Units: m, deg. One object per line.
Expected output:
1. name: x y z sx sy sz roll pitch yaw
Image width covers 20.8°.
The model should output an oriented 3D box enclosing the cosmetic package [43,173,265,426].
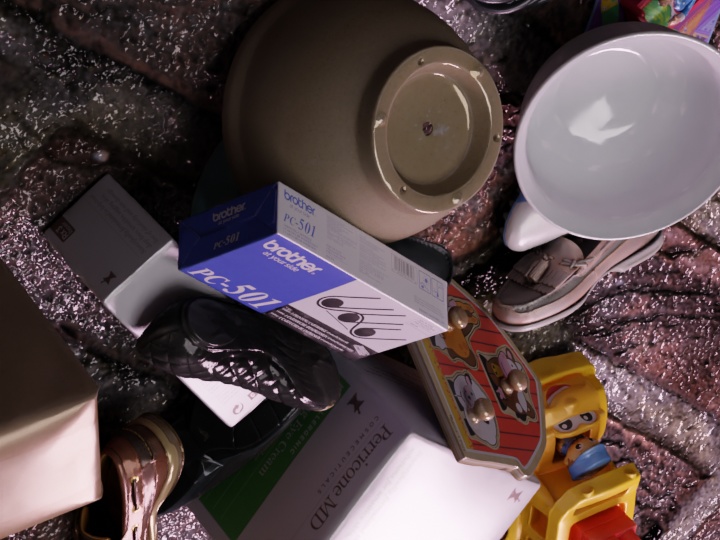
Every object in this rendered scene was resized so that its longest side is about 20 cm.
1. cosmetic package: -0.142 0.025 1.479 0.074 0.102 0.200 -43 141 -5

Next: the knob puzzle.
1. knob puzzle: 0.109 0.083 1.668 0.030 0.220 0.219 -33 145 25

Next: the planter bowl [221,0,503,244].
1. planter bowl: 0.018 -0.109 1.428 0.200 0.135 0.201 -7 102 -36

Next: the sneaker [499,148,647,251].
1. sneaker: 0.211 -0.071 1.718 0.200 0.072 0.072 -29 138 -17

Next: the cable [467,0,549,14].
1. cable: 0.117 -0.286 1.493 0.163 0.051 0.200 -44 142 5

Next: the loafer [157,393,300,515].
1. loafer: -0.104 0.124 1.599 0.200 0.073 0.072 -36 167 24

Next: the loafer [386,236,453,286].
1. loafer: 0.000 0.000 1.549 0.200 0.068 0.070 -1 166 -38

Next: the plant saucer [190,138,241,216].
1. plant saucer: -0.042 -0.058 1.551 0.200 0.027 0.201 -22 133 -25

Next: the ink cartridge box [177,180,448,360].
1. ink cartridge box: -0.031 0.004 1.425 0.094 0.044 0.200 -19 147 33

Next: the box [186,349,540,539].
1. box: 0.000 0.188 1.672 0.200 0.171 0.199 26 104 -48

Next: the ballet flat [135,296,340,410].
1. ballet flat: -0.084 0.062 1.454 0.057 0.067 0.200 -22 150 32

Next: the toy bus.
1. toy bus: 0.199 0.207 1.842 0.135 0.192 0.201 -17 130 -27

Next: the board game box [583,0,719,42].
1. board game box: 0.273 -0.239 1.658 0.158 0.039 0.201 -5 124 -38

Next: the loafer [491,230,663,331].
1. loafer: 0.191 -0.016 1.752 0.200 0.072 0.063 -30 129 -30

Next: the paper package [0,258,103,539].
1. paper package: -0.300 0.099 1.335 0.200 0.191 0.104 -20 135 -26

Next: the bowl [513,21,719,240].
1. bowl: 0.214 -0.131 1.637 0.200 0.090 0.202 -6 125 -9

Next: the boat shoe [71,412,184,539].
1. boat shoe: -0.202 0.204 1.578 0.067 0.072 0.201 -22 141 -48
